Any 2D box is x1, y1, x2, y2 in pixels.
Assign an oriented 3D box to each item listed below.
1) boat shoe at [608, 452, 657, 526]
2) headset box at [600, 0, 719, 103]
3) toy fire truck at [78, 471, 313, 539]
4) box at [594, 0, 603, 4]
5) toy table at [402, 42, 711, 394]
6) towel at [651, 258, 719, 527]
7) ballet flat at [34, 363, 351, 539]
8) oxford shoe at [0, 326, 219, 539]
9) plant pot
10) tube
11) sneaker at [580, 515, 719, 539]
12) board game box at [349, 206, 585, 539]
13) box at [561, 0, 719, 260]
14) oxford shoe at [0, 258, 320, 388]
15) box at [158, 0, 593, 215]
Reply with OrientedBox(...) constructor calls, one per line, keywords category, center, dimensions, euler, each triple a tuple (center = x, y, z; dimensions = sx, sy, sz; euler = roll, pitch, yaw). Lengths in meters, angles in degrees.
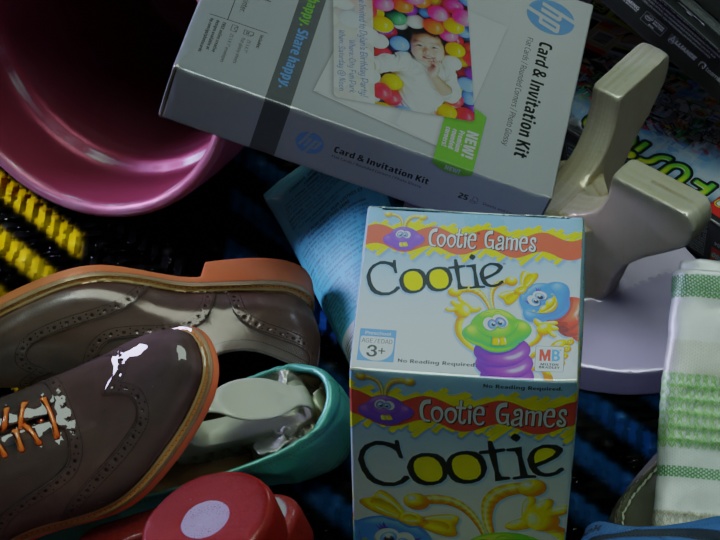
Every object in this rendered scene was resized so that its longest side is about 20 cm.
OrientedBox(category="boat shoe", center=(0.202, 0.090, 1.191), dimensions=(0.201, 0.060, 0.072), euler=(-31, 53, -25))
OrientedBox(category="headset box", center=(0.201, -0.176, 1.344), dimensions=(0.149, 0.077, 0.200), euler=(39, 26, -5))
OrientedBox(category="toy fire truck", center=(-0.112, 0.180, 1.089), dimensions=(0.168, 0.112, 0.200), euler=(0, 42, 27))
OrientedBox(category="box", center=(0.106, -0.204, 1.414), dimensions=(0.163, 0.021, 0.200), euler=(41, 18, 33))
OrientedBox(category="toy table", center=(0.110, -0.031, 1.271), dimensions=(0.200, 0.117, 0.184), euler=(20, 50, 20))
OrientedBox(category="towel", center=(0.218, 0.100, 1.139), dimensions=(0.149, 0.031, 0.201), euler=(6, 80, 3))
OrientedBox(category="ballet flat", center=(-0.098, 0.089, 1.189), dimensions=(0.200, 0.071, 0.067), euler=(-16, 48, -13))
OrientedBox(category="oxford shoe", center=(-0.157, 0.089, 1.127), dimensions=(0.200, 0.073, 0.071), euler=(-36, 58, 13))
OrientedBox(category="plant pot", center=(-0.120, -0.155, 1.355), dimensions=(0.200, 0.200, 0.179), euler=(20, 33, 19))
OrientedBox(category="tube", center=(0.000, 0.000, 1.285), dimensions=(0.077, 0.050, 0.200), euler=(-36, 47, 14))
OrientedBox(category="sneaker", center=(0.198, 0.144, 1.077), dimensions=(0.199, 0.066, 0.079), euler=(3, 41, 2))
OrientedBox(category="board game box", center=(0.050, 0.078, 1.108), dimensions=(0.105, 0.200, 0.103), euler=(3, 46, 4))
OrientedBox(category="box", center=(0.178, -0.084, 1.375), dimensions=(0.200, 0.035, 0.110), euler=(35, 56, 29))
OrientedBox(category="oxford shoe", center=(-0.119, 0.043, 1.237), dimensions=(0.199, 0.071, 0.073), euler=(-9, 55, -4))
OrientedBox(category="box", center=(0.012, -0.109, 1.203), dimensions=(0.200, 0.041, 0.156), euler=(20, 47, -4))
